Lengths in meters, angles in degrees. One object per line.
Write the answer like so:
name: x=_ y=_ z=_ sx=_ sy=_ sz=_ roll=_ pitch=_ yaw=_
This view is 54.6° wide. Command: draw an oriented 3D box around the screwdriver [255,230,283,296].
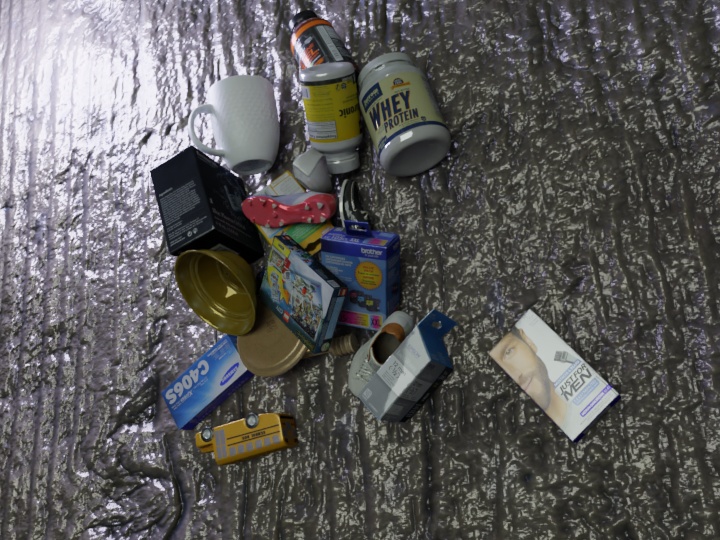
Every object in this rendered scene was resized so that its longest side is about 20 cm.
screwdriver: x=-0.189 y=-0.016 z=1.404 sx=0.029 sy=0.201 sz=0.028 roll=23 pitch=44 yaw=-2

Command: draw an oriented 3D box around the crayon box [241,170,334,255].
crayon box: x=-0.141 y=-0.094 z=1.435 sx=0.125 sy=0.052 sz=0.201 roll=-36 pitch=64 yaw=-8

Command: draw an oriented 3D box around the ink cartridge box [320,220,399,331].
ink cartridge box: x=0.000 y=0.000 z=1.295 sx=0.134 sy=0.076 sz=0.204 roll=8 pitch=112 yaw=21

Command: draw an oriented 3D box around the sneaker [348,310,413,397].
sneaker: x=0.022 y=0.165 z=1.260 sx=0.072 sy=0.085 sz=0.202 roll=31 pitch=120 yaw=7

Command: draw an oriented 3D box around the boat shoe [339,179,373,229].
boat shoe: x=-0.004 y=-0.082 z=1.376 sx=0.059 sy=0.074 sz=0.204 roll=-6 pitch=77 yaw=22

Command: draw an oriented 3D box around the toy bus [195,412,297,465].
toy bus: x=-0.226 y=0.331 z=1.376 sx=0.197 sy=0.065 sz=0.080 roll=-20 pitch=71 yaw=18

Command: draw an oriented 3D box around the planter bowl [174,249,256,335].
planter bowl: x=-0.268 y=0.025 z=1.391 sx=0.198 sy=0.203 sz=0.084 roll=14 pitch=40 yaw=26

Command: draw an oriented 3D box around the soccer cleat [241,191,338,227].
soccer cleat: x=-0.140 y=-0.127 z=1.395 sx=0.196 sy=0.077 sz=0.068 roll=1 pitch=115 yaw=20

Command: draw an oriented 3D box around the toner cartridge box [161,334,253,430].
toner cartridge box: x=-0.316 y=0.233 z=1.453 sx=0.199 sy=0.043 sz=0.095 roll=-42 pitch=66 yaw=9

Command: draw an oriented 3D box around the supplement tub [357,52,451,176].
supplement tub: x=0.080 y=-0.302 z=1.354 sx=0.143 sy=0.145 sz=0.203 roll=-25 pitch=68 yaw=16

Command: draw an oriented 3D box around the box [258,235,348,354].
box: x=-0.112 y=0.041 z=1.304 sx=0.200 sy=0.037 sz=0.138 roll=40 pitch=122 yaw=39

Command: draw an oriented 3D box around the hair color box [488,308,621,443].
hair color box: x=0.323 y=0.175 z=1.171 sx=0.110 sy=0.065 sz=0.200 roll=-47 pitch=62 yaw=7

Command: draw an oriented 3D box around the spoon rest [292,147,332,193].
spoon rest: x=-0.095 y=-0.200 z=1.382 sx=0.099 sy=0.200 sz=0.061 roll=39 pitch=87 yaw=0

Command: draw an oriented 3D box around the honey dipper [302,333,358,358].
honey dipper: x=-0.098 y=0.163 z=1.380 sx=0.197 sy=0.038 sz=0.039 roll=-15 pitch=71 yaw=24

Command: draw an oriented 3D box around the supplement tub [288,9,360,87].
supplement tub: x=-0.084 y=-0.462 z=1.491 sx=0.106 sy=0.107 sz=0.202 roll=-34 pitch=65 yaw=12

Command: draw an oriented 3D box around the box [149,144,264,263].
box: x=-0.318 y=-0.119 z=1.456 sx=0.116 sy=0.196 sz=0.203 roll=-26 pitch=67 yaw=14

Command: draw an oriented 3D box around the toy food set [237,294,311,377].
toy food set: x=-0.165 y=0.115 z=1.396 sx=0.200 sy=0.049 sz=0.199 roll=-44 pitch=52 yaw=7

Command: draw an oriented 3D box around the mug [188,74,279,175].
mug: x=-0.268 y=-0.302 z=1.489 sx=0.147 sy=0.197 sz=0.179 roll=145 pitch=117 yaw=-61

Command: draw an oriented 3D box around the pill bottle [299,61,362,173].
pill bottle: x=-0.054 y=-0.302 z=1.390 sx=0.109 sy=0.111 sz=0.203 roll=4 pitch=118 yaw=25

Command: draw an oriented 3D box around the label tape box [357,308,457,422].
label tape box: x=0.102 y=0.172 z=1.224 sx=0.200 sy=0.143 sz=0.066 roll=-48 pitch=64 yaw=6
